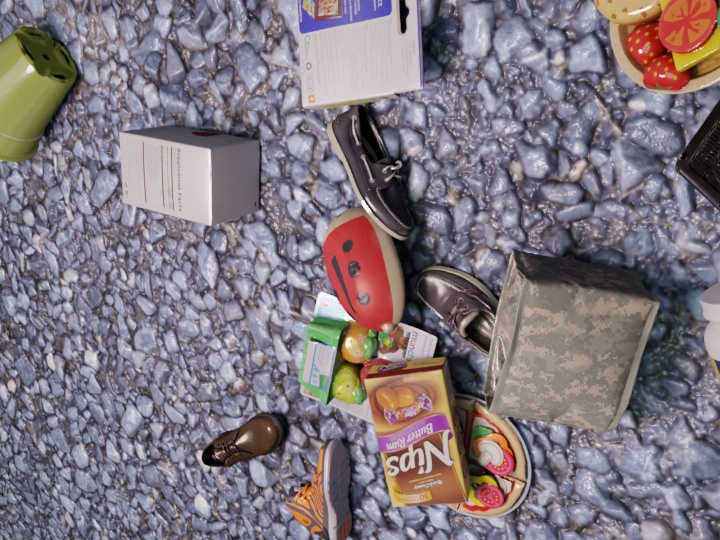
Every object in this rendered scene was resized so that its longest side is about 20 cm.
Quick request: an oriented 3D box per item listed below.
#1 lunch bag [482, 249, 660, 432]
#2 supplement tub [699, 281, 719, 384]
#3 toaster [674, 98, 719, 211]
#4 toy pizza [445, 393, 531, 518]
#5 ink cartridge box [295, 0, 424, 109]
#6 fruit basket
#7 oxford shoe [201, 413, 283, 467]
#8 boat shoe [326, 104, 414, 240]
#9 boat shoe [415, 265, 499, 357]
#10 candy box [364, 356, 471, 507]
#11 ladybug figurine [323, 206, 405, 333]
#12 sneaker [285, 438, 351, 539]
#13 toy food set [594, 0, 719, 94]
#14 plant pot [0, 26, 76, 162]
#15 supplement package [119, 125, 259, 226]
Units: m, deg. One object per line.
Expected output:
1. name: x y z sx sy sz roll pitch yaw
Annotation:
1. lunch bag: 0.245 0.095 0.848 0.161 0.118 0.203 9 111 -1
2. supplement tub: 0.450 0.104 0.728 0.143 0.144 0.203 -21 93 35
3. toaster: 0.427 -0.114 0.652 0.201 0.117 0.183 -107 36 -52
4. toy pizza: 0.156 0.282 1.043 0.197 0.032 0.204 11 110 30
5. ink cartridge box: 0.002 -0.328 0.936 0.197 0.047 0.202 1 97 31
6. fruit basket: 0.004 0.149 1.066 0.198 0.093 0.188 23 116 22
7. oxford shoe: -0.215 0.319 1.266 0.199 0.084 0.073 -33 85 34
8. boat shoe: 0.024 -0.139 0.974 0.062 0.072 0.202 -36 79 32
9. boat shoe: 0.154 0.063 0.956 0.199 0.065 0.073 37 121 18
10. candy box: 0.085 0.234 1.005 0.115 0.056 0.203 -10 102 17
11. ladybug figurine: 0.000 0.000 0.993 0.202 0.071 0.136 65 146 30
12. sneaker: -0.079 0.373 1.196 0.110 0.077 0.204 10 110 29
13. toy food set: 0.331 -0.282 0.702 0.197 0.048 0.204 -25 67 51
14. plant pot: -0.626 -0.338 1.283 0.189 0.200 0.202 -33 86 22
15. supplement package: -0.274 -0.159 1.130 0.197 0.121 0.122 14 112 28
